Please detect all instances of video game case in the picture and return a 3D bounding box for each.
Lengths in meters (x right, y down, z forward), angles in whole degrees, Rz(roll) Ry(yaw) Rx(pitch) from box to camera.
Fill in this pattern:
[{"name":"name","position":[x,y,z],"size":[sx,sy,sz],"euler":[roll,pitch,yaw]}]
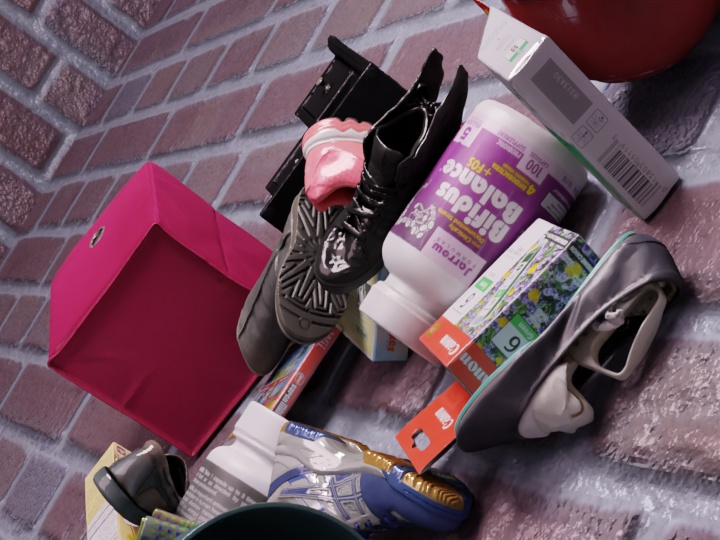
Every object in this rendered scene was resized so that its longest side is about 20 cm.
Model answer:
[{"name":"video game case","position":[-0.094,0.142,1.379],"size":[0.201,0.017,0.143],"euler":[-57,8,-20]}]

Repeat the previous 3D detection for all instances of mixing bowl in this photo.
[{"name":"mixing bowl","position":[0.210,-0.221,1.169],"size":[0.198,0.109,0.201],"euler":[-20,27,11]}]

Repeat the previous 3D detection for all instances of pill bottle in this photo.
[{"name":"pill bottle","position":[-0.102,0.221,1.226],"size":[0.201,0.113,0.114],"euler":[-59,22,-9]},{"name":"pill bottle","position":[0.087,-0.027,1.186],"size":[0.201,0.112,0.112],"euler":[-56,22,-1]}]

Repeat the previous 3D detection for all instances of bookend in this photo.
[{"name":"bookend","position":[-0.035,-0.142,1.624],"size":[0.200,0.092,0.200],"euler":[-53,21,7]}]

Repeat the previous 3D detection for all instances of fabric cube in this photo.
[{"name":"fabric cube","position":[-0.210,0.038,1.588],"size":[0.197,0.199,0.200],"euler":[-49,22,11]}]

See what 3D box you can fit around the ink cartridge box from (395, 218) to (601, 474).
[{"name":"ink cartridge box","position":[0.091,0.052,1.085],"size":[0.200,0.050,0.109],"euler":[-44,12,-1]}]

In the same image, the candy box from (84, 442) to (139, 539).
[{"name":"candy box","position":[-0.198,0.254,1.373],"size":[0.056,0.115,0.200],"euler":[-51,22,10]}]

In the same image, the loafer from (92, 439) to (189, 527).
[{"name":"loafer","position":[-0.169,0.187,1.261],"size":[0.063,0.072,0.200],"euler":[-43,-13,-3]}]

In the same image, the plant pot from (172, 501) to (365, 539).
[{"name":"plant pot","position":[-0.087,0.269,1.033],"size":[0.202,0.199,0.161],"euler":[-63,16,-20]}]

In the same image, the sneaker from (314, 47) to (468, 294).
[{"name":"sneaker","position":[0.022,-0.079,1.208],"size":[0.060,0.104,0.200],"euler":[37,79,28]}]

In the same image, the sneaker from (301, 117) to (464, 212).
[{"name":"sneaker","position":[0.043,-0.078,1.301],"size":[0.074,0.197,0.088],"euler":[84,-170,-58]}]

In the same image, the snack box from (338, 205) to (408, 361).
[{"name":"snack box","position":[0.000,0.000,1.355],"size":[0.200,0.037,0.118],"euler":[-142,53,-68]}]

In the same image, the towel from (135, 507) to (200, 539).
[{"name":"towel","position":[-0.138,0.303,1.139],"size":[0.023,0.142,0.202],"euler":[65,-137,-74]}]

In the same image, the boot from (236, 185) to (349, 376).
[{"name":"boot","position":[-0.073,0.039,1.372],"size":[0.200,0.072,0.183],"euler":[-52,20,45]}]

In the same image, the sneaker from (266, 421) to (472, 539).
[{"name":"sneaker","position":[0.004,0.180,1.112],"size":[0.199,0.075,0.089],"euler":[11,81,50]}]

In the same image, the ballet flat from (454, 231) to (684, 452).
[{"name":"ballet flat","position":[0.147,0.063,1.000],"size":[0.200,0.073,0.073],"euler":[-48,23,4]}]

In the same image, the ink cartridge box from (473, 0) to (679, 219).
[{"name":"ink cartridge box","position":[0.149,-0.133,1.142],"size":[0.050,0.161,0.200],"euler":[-47,23,4]}]
